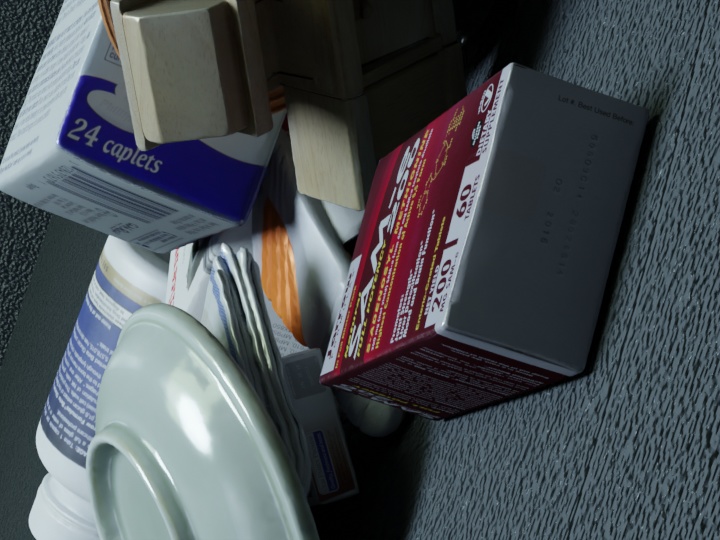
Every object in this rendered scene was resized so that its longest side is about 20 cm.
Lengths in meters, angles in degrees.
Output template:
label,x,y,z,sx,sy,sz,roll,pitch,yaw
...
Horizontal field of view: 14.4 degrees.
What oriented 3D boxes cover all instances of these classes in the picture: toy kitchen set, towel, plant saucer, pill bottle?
label,x,y,z,sx,sy,sz,roll,pitch,yaw
toy kitchen set,0.013,-0.106,1.220,0.180,0.163,0.200,18,126,44
towel,-0.055,0.101,1.370,0.200,0.024,0.147,101,158,-51
plant saucer,-0.081,0.116,1.301,0.200,0.050,0.200,47,148,43
pill bottle,-0.130,0.079,1.715,0.111,0.111,0.200,-101,31,-68

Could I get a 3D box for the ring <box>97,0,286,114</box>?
label,x,y,z,sx,sy,sz,roll,pitch,yaw
ring,-0.047,-0.165,1.283,0.019,0.200,0.201,22,95,39

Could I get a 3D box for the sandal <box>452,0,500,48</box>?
label,x,y,z,sx,sy,sz,roll,pitch,yaw
sandal,0.059,-0.176,1.362,0.200,0.075,0.048,-56,-16,26

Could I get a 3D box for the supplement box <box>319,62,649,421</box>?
label,x,y,z,sx,sy,sz,roll,pitch,yaw
supplement box,0.045,-0.006,1.145,0.200,0.061,0.109,147,139,-74

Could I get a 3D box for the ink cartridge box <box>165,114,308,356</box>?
label,x,y,z,sx,sy,sz,roll,pitch,yaw
ink cartridge box,-0.037,-0.047,1.536,0.147,0.083,0.200,-90,21,-55

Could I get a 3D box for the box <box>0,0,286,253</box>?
label,x,y,z,sx,sy,sz,roll,pitch,yaw
box,-0.091,-0.123,1.440,0.200,0.105,0.184,-71,14,-10

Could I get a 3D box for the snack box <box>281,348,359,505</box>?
label,x,y,z,sx,sy,sz,roll,pitch,yaw
snack box,-0.042,0.084,1.422,0.200,0.024,0.072,153,101,-75

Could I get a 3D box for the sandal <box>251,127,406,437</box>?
label,x,y,z,sx,sy,sz,roll,pitch,yaw
sandal,-0.001,0.007,1.374,0.207,0.059,0.079,-119,30,-47
